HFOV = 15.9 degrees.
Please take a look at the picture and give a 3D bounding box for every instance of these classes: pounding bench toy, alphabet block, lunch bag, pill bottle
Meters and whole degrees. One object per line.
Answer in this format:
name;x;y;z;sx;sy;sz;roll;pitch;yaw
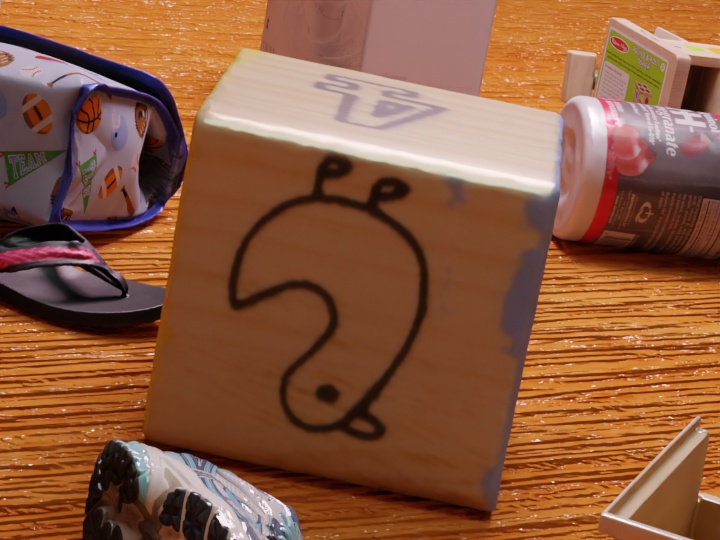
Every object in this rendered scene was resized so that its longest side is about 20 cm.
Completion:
pounding bench toy;0.279;-0.144;2.219;0.155;0.125;0.200;3;18;-24
alphabet block;0.000;0.000;1.461;0.199;0.196;0.196;11;15;2
lunch bag;-0.225;-0.097;1.764;0.169;0.125;0.200;17;4;18
pill bottle;0.248;-0.067;1.972;0.199;0.111;0.111;7;17;-13

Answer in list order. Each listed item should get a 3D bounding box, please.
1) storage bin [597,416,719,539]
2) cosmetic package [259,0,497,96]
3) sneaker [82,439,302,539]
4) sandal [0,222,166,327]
storage bin;0.227;0.161;1.251;0.199;0.094;0.198;16;18;18
cosmetic package;0.013;-0.211;2.138;0.122;0.201;0.199;2;18;-27
sneaker;-0.057;0.130;1.202;0.086;0.078;0.200;6;17;-27
sandal;-0.206;-0.008;1.604;0.199;0.045;0.075;16;17;16
